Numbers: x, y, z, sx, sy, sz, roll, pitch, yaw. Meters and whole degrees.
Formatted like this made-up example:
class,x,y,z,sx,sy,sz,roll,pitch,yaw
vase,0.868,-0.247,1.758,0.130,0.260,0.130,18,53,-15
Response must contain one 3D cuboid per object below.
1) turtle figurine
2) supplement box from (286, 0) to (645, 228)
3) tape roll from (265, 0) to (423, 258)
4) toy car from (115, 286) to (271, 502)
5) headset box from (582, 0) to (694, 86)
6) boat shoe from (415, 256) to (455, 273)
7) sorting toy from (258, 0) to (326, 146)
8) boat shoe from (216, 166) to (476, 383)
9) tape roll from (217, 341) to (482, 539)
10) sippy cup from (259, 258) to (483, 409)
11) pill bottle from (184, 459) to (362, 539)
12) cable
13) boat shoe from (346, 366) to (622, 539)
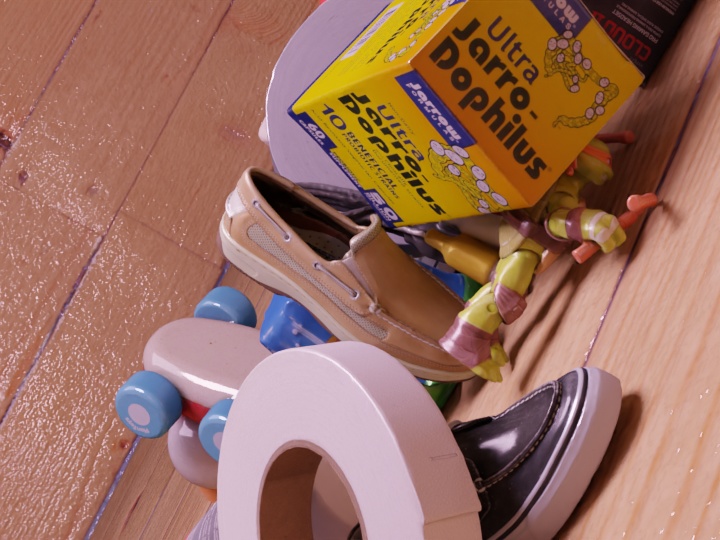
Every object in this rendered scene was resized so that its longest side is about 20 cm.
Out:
class,x,y,z,sx,sy,sz,roll,pitch,yaw
turtle figurine,0.105,-0.016,0.886,0.162,0.064,0.200,-59,9,11
supplement box,0.056,-0.105,0.910,0.110,0.109,0.200,-48,14,-17
tape roll,0.027,-0.113,1.146,0.202,0.199,0.066,-62,-3,-9
toy car,-0.129,0.156,1.505,0.185,0.175,0.202,-52,-30,-48
headset box,0.152,-0.226,0.954,0.201,0.148,0.077,-59,28,5
boat shoe,0.025,0.008,1.231,0.201,0.069,0.071,-55,11,36
sorting toy,0.024,-0.151,1.272,0.069,0.199,0.200,19,79,56
boat shoe,0.000,0.000,0.969,0.072,0.198,0.077,-59,-5,-46
tape roll,-0.011,0.138,0.774,0.202,0.037,0.206,12,104,55
sippy cup,0.003,0.038,1.076,0.141,0.129,0.178,-63,9,-19
pill bottle,-0.033,0.165,0.938,0.200,0.115,0.117,-50,14,46
cable,0.035,-0.044,1.027,0.051,0.198,0.098,93,-161,-50
boat shoe,0.054,0.111,0.761,0.201,0.070,0.072,-53,12,37
